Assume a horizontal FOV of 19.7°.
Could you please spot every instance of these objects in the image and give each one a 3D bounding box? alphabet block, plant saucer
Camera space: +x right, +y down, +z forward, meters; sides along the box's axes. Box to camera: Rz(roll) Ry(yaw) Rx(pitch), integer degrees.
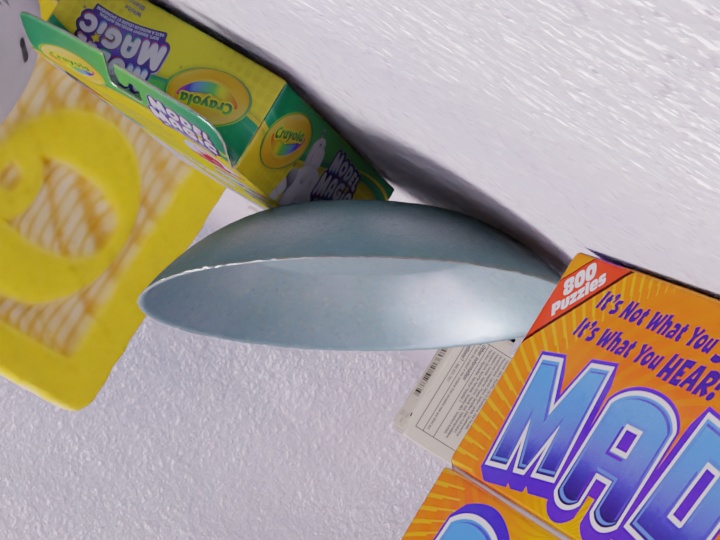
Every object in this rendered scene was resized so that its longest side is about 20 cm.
[{"bbox_3d":[-0.225,-0.063,1.225,0.195,0.197,0.200,33,177,-41],"label":"alphabet block"},{"bbox_3d":[0.000,0.000,0.931,0.199,0.039,0.201,0,168,0],"label":"plant saucer"}]

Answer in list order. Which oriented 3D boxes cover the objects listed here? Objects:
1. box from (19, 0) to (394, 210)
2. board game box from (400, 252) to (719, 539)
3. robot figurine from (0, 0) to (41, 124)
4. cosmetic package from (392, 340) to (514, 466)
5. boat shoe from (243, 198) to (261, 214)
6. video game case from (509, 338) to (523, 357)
[{"bbox_3d":[-0.066,-0.071,0.930,0.117,0.049,0.200,31,179,20],"label":"box"},{"bbox_3d":[0.144,0.143,0.760,0.199,0.201,0.200,33,177,-24],"label":"board game box"},{"bbox_3d":[-0.251,-0.138,1.008,0.199,0.125,0.150,32,-178,-6],"label":"robot figurine"},{"bbox_3d":[0.135,0.128,1.534,0.199,0.106,0.071,34,178,-6],"label":"cosmetic package"},{"bbox_3d":[-0.031,-0.014,1.267,0.073,0.067,0.200,34,176,-28],"label":"boat shoe"},{"bbox_3d":[0.203,0.112,1.367,0.199,0.023,0.182,30,176,21],"label":"video game case"}]
